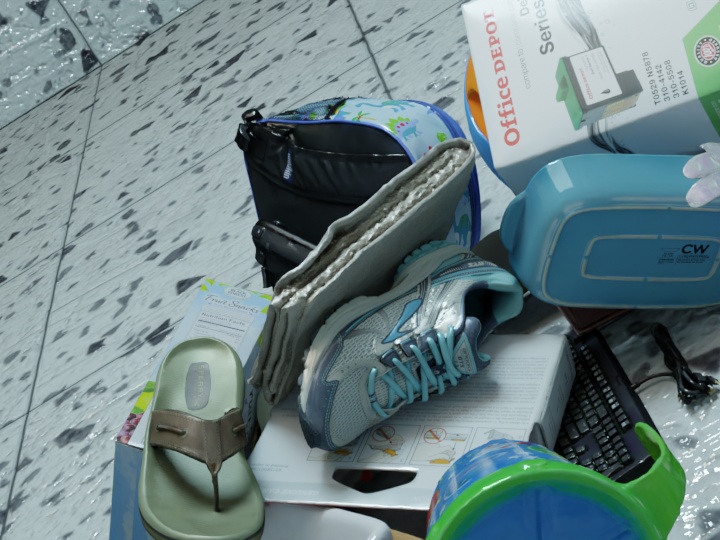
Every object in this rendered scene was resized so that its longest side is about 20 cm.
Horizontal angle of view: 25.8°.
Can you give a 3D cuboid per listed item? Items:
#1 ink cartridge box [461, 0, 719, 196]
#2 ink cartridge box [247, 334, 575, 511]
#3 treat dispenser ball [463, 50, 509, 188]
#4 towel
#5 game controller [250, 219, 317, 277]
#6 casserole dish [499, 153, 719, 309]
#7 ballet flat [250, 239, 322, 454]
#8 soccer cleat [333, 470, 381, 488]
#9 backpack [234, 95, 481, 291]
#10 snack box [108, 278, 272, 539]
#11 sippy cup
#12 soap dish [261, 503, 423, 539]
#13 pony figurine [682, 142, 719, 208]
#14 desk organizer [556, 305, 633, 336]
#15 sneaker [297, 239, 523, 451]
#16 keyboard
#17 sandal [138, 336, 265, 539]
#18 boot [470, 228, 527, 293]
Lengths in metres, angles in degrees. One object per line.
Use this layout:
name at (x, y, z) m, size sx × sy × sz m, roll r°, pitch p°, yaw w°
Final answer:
ink cartridge box at (0.183, -0.148, 1.128) m, size 0.198 × 0.084 × 0.148 m, roll -19°, pitch 64°, yaw 19°
ink cartridge box at (0.031, 0.111, 1.064) m, size 0.198 × 0.044 × 0.174 m, roll -1°, pitch 38°, yaw 23°
treat dispenser ball at (0.184, -0.148, 1.294) m, size 0.199 × 0.202 × 0.201 m, roll -28°, pitch 22°, yaw 12°
towel at (0.000, 0.000, 1.090) m, size 0.200 × 0.034 × 0.133 m, roll -40°, pitch -18°, yaw -33°
game controller at (-0.003, 0.016, 1.274) m, size 0.199 × 0.104 × 0.042 m, roll 27°, pitch 86°, yaw 37°
casserole dish at (0.194, -0.020, 1.070) m, size 0.198 × 0.122 × 0.039 m, roll 1°, pitch 42°, yaw -12°
ballet flat at (-0.043, 0.066, 1.199) m, size 0.067 × 0.202 × 0.072 m, roll 28°, pitch 20°, yaw 27°
soccer cleat at (-0.038, 0.150, 1.148) m, size 0.077 × 0.070 × 0.200 m, roll 9°, pitch 47°, yaw 35°
backpack at (0.014, -0.066, 1.394) m, size 0.199 × 0.185 × 0.146 m, roll 3°, pitch 19°, yaw 42°
snack box at (-0.124, 0.133, 1.175) m, size 0.067 × 0.170 × 0.201 m, roll 14°, pitch 37°, yaw 5°
sippy cup at (0.093, 0.158, 0.888) m, size 0.176 × 0.141 × 0.130 m, roll -1°, pitch 11°, yaw -4°
soap dish at (-0.058, 0.237, 0.980) m, size 0.200 × 0.082 × 0.157 m, roll -44°, pitch 24°, yaw -26°
pony figurine at (0.304, -0.016, 0.956) m, size 0.199 × 0.168 × 0.192 m, roll -21°, pitch -8°, yaw 36°
desk organizer at (0.225, -0.040, 1.149) m, size 0.198 × 0.078 × 0.072 m, roll -27°, pitch 22°, yaw 1°
sneaker at (0.036, 0.049, 1.046) m, size 0.086 × 0.078 × 0.200 m, roll 16°, pitch 46°, yaw 35°
keyboard at (0.171, 0.082, 1.071) m, size 0.126 × 0.021 × 0.200 m, roll -31°, pitch 22°, yaw 6°
sandal at (-0.107, 0.105, 1.023) m, size 0.079 × 0.058 × 0.202 m, roll -3°, pitch 39°, yaw -9°
boot at (0.141, -0.002, 1.247) m, size 0.200 × 0.075 × 0.074 m, roll -38°, pitch 37°, yaw 29°
